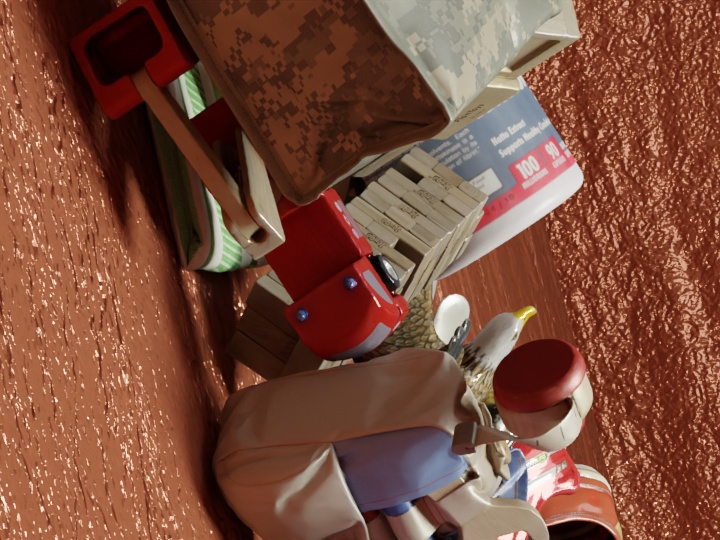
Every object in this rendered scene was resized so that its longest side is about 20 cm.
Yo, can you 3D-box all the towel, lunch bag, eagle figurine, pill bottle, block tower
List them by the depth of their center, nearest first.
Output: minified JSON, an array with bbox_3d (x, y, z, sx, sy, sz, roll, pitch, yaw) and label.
[{"bbox_3d":[-0.018,-0.159,1.329,0.201,0.117,0.164,57,33,-10],"label":"lunch bag"},{"bbox_3d":[-0.085,-0.073,1.517,0.200,0.023,0.153,-16,92,-82],"label":"towel"},{"bbox_3d":[0.000,0.000,1.529,0.200,0.058,0.054,-44,165,-51],"label":"block tower"},{"bbox_3d":[0.042,0.062,1.686,0.200,0.151,0.152,43,64,-50],"label":"eagle figurine"},{"bbox_3d":[0.038,-0.107,1.729,0.201,0.119,0.120,57,10,-3],"label":"pill bottle"}]

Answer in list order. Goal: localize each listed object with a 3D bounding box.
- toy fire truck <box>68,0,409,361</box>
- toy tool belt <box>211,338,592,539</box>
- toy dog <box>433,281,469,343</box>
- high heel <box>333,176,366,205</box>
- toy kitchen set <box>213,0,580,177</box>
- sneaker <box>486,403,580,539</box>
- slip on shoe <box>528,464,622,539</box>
[{"bbox_3d":[-0.054,-0.042,1.363,0.201,0.049,0.141,58,12,2],"label":"toy fire truck"},{"bbox_3d":[0.032,0.106,1.390,0.125,0.199,0.123,-79,152,-51],"label":"toy tool belt"},{"bbox_3d":[0.046,0.031,1.920,0.200,0.096,0.132,66,13,-46],"label":"toy dog"},{"bbox_3d":[-0.026,-0.106,1.776,0.143,0.071,0.201,-75,155,-76],"label":"high heel"},{"bbox_3d":[-0.019,-0.170,1.545,0.162,0.200,0.182,2,68,-39],"label":"toy kitchen set"},{"bbox_3d":[0.051,0.163,1.480,0.085,0.200,0.077,40,-19,-7],"label":"sneaker"},{"bbox_3d":[0.068,0.153,1.612,0.061,0.199,0.074,59,-42,40],"label":"slip on shoe"}]
